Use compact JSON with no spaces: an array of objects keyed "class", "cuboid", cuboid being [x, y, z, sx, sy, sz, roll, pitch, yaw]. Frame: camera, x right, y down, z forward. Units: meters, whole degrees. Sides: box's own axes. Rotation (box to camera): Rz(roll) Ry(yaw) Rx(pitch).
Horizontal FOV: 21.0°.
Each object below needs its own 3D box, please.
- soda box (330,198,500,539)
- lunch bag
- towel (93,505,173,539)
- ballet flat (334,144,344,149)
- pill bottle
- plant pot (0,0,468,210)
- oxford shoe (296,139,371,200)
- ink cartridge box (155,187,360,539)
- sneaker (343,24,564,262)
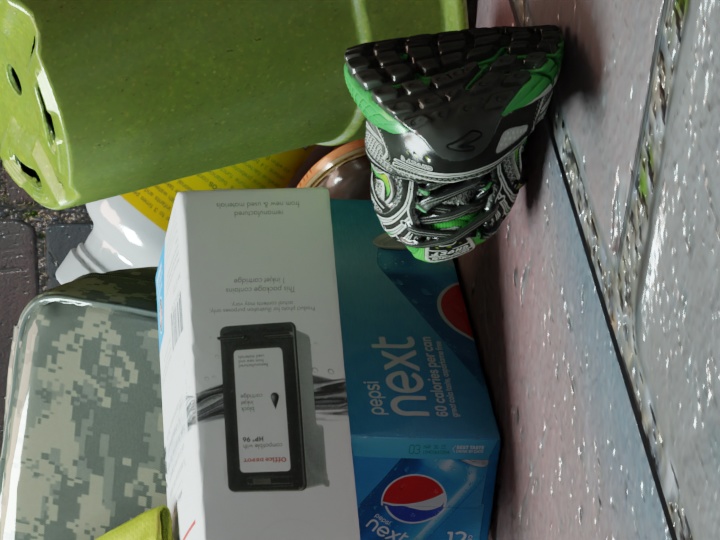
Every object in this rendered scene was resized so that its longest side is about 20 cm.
[{"class":"soda box","cuboid":[0.014,0.043,0.896,0.201,0.067,0.065,-101,14,-57]},{"class":"lunch bag","cuboid":[-0.095,0.094,0.997,0.168,0.138,0.202,-29,-55,-75]},{"class":"towel","cuboid":[-0.144,0.174,0.855,0.199,0.018,0.087,-31,60,40]},{"class":"ballet flat","cuboid":[-0.059,-0.025,1.199,0.069,0.063,0.201,103,-165,-47]},{"class":"pill bottle","cuboid":[-0.087,-0.058,1.103,0.201,0.104,0.104,-54,11,4]},{"class":"plant pot","cuboid":[-0.083,-0.119,0.893,0.200,0.189,0.201,44,148,37]},{"class":"oxford shoe","cuboid":[0.000,0.000,1.113,0.073,0.071,0.201,59,161,29]},{"class":"ink cartridge box","cuboid":[-0.045,0.079,0.819,0.116,0.067,0.202,119,148,-68]},{"class":"sneaker","cuboid":[0.038,-0.046,0.719,0.200,0.077,0.086,-59,-38,-85]}]
